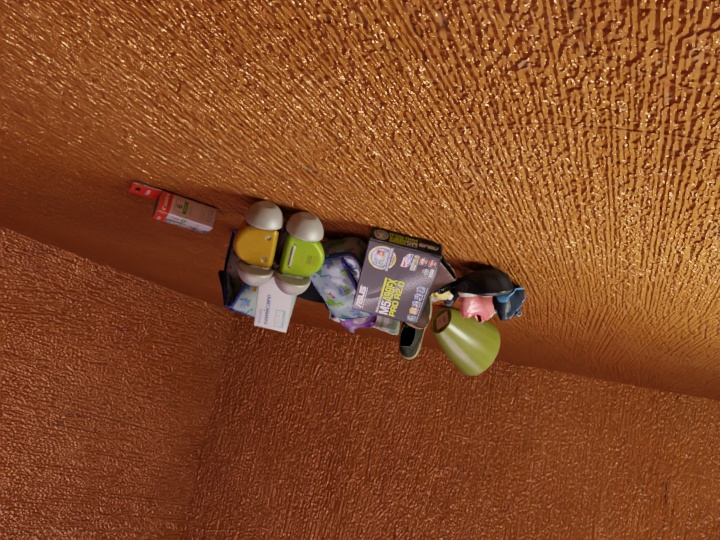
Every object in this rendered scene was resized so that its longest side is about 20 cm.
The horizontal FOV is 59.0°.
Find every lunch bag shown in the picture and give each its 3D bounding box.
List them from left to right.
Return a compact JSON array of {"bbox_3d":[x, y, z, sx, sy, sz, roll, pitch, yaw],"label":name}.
[{"bbox_3d":[-0.286,0.018,1.699,0.124,0.207,0.169,6,169,27],"label":"lunch bag"},{"bbox_3d":[-0.028,0.020,1.494,0.156,0.084,0.203,-6,129,28],"label":"lunch bag"}]

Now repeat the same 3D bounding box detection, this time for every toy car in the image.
[{"bbox_3d":[-0.171,-0.060,1.368,0.193,0.180,0.151,13,-156,-8],"label":"toy car"}]

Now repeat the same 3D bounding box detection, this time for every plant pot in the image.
[{"bbox_3d":[0.326,0.210,2.081,0.198,0.191,0.185,36,159,-29],"label":"plant pot"}]

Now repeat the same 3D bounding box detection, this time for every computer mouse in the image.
[{"bbox_3d":[0.263,0.022,1.442,0.135,0.055,0.198,-11,-173,-30],"label":"computer mouse"}]

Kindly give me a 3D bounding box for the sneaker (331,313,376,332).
[{"bbox_3d":[0.021,0.098,1.641,0.197,0.081,0.089,-30,111,26],"label":"sneaker"}]

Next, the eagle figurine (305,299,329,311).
[{"bbox_3d":[-0.054,0.049,1.802,0.195,0.154,0.153,22,156,9],"label":"eagle figurine"}]

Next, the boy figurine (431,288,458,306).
[{"bbox_3d":[0.172,0.026,1.565,0.124,0.065,0.199,40,-177,37],"label":"boy figurine"}]

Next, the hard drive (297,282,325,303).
[{"bbox_3d":[-0.121,0.020,1.694,0.194,0.138,0.043,14,-159,-20],"label":"hard drive"}]

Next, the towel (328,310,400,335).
[{"bbox_3d":[0.019,0.083,1.687,0.193,0.157,0.023,12,-157,4],"label":"towel"}]

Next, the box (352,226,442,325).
[{"bbox_3d":[0.076,0.016,1.370,0.155,0.045,0.204,13,129,-3],"label":"box"}]

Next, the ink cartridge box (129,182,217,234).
[{"bbox_3d":[-0.441,-0.142,1.482,0.195,0.052,0.108,17,168,-24],"label":"ink cartridge box"}]

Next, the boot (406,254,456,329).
[{"bbox_3d":[0.147,0.046,1.439,0.163,0.073,0.202,-17,123,36],"label":"boot"}]

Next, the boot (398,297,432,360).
[{"bbox_3d":[0.136,0.111,1.581,0.075,0.207,0.139,4,164,10],"label":"boot"}]

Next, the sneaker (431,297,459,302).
[{"bbox_3d":[0.170,0.062,1.705,0.193,0.084,0.077,9,167,15],"label":"sneaker"}]

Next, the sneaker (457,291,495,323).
[{"bbox_3d":[0.313,0.088,1.608,0.196,0.090,0.073,7,175,-39],"label":"sneaker"}]

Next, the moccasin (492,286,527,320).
[{"bbox_3d":[0.338,0.076,1.485,0.078,0.071,0.198,-1,-176,27],"label":"moccasin"}]

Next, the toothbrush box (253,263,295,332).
[{"bbox_3d":[-0.190,0.025,1.525,0.082,0.150,0.202,12,-151,-1],"label":"toothbrush box"}]
